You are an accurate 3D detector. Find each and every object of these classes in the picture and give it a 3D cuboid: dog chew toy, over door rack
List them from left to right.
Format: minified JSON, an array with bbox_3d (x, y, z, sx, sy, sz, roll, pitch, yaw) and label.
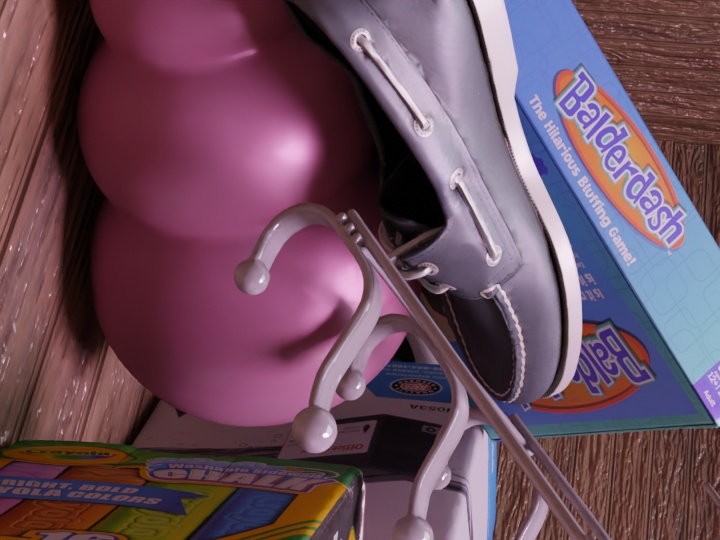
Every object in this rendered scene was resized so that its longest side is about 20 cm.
[{"bbox_3d":[-0.045,-0.046,0.685,0.125,0.124,0.201,-72,156,-57],"label":"dog chew toy"},{"bbox_3d":[0.050,0.076,0.585,0.067,0.200,0.148,-46,136,-5],"label":"over door rack"}]

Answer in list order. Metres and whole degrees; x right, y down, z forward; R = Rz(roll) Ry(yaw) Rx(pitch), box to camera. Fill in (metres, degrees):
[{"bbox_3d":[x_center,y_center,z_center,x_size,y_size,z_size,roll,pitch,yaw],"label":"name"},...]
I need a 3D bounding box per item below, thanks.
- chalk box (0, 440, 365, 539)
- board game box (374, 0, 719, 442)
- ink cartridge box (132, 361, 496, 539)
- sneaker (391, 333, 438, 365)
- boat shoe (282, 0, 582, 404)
[{"bbox_3d":[-0.068,0.124,0.587,0.200,0.123,0.126,-28,121,-82],"label":"chalk box"},{"bbox_3d":[0.051,-0.030,0.727,0.045,0.152,0.201,-38,102,-27],"label":"board game box"},{"bbox_3d":[-0.025,0.110,0.791,0.200,0.144,0.084,-65,157,-68],"label":"ink cartridge box"},{"bbox_3d":[0.000,0.000,0.948,0.071,0.200,0.073,-32,132,-22],"label":"sneaker"},{"bbox_3d":[0.023,-0.028,0.646,0.073,0.062,0.201,35,-30,47],"label":"boat shoe"}]
